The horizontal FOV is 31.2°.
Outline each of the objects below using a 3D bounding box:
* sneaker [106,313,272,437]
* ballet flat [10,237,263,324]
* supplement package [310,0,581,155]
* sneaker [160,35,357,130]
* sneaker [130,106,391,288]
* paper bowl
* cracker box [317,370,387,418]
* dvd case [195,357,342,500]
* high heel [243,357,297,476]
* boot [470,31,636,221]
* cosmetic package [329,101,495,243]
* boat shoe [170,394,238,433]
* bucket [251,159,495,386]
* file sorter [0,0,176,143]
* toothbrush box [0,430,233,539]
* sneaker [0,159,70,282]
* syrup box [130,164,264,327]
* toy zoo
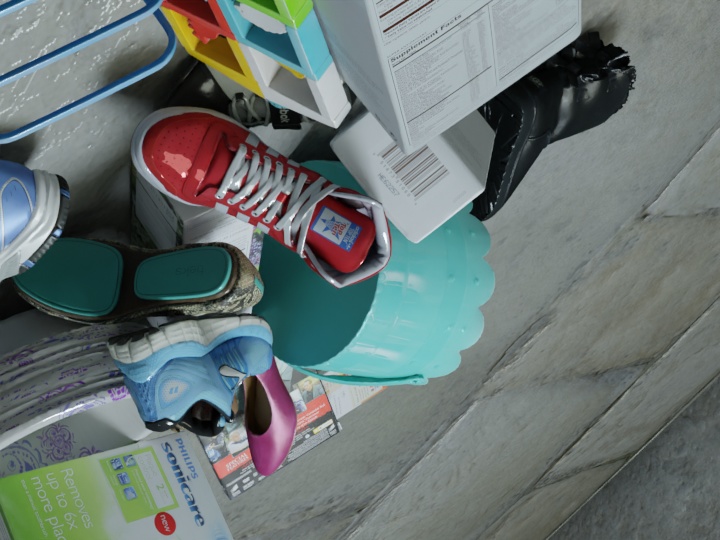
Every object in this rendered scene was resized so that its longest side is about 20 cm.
[{"bbox_3d":[-0.126,0.085,1.002,0.078,0.090,0.200,-14,176,23],"label":"sneaker"},{"bbox_3d":[-0.164,0.014,0.970,0.199,0.068,0.075,0,159,21],"label":"ballet flat"},{"bbox_3d":[0.019,-0.217,0.764,0.147,0.191,0.200,-36,157,-6],"label":"supplement package"},{"bbox_3d":[-0.051,-0.138,0.945,0.200,0.089,0.074,-32,157,-8],"label":"sneaker"},{"bbox_3d":[-0.060,-0.050,0.904,0.200,0.112,0.071,23,96,-41],"label":"sneaker"},{"bbox_3d":[-0.256,0.099,1.042,0.200,0.105,0.201,-24,164,-7],"label":"paper bowl"},{"bbox_3d":[-0.067,0.136,1.453,0.200,0.058,0.134,-32,154,-14],"label":"cracker box"},{"bbox_3d":[-0.109,0.136,1.343,0.146,0.022,0.200,-31,132,-13],"label":"dvd case"},{"bbox_3d":[-0.111,0.115,1.262,0.096,0.067,0.201,-9,118,-40],"label":"high heel"},{"bbox_3d":[0.178,-0.140,1.280,0.162,0.073,0.199,-25,153,-32],"label":"boot"},{"bbox_3d":[0.046,-0.103,1.009,0.074,0.102,0.200,-38,-172,16],"label":"cosmetic package"},{"bbox_3d":[-0.169,0.114,1.171,0.076,0.072,0.200,-24,-176,-27],"label":"boat shoe"},{"bbox_3d":[0.000,0.000,1.130,0.134,0.208,0.207,8,132,-44],"label":"bucket"},{"bbox_3d":[-0.180,-0.180,0.646,0.138,0.123,0.200,-29,156,-16],"label":"file sorter"},{"bbox_3d":[-0.214,0.234,1.078,0.200,0.146,0.086,-7,155,-48],"label":"toothbrush box"},{"bbox_3d":[-0.289,-0.008,0.894,0.077,0.076,0.200,28,114,-40],"label":"sneaker"},{"bbox_3d":[-0.134,-0.022,1.048,0.081,0.079,0.200,-26,154,-24],"label":"syrup box"},{"bbox_3d":[-0.076,-0.157,0.823,0.021,0.131,0.200,-56,160,-13],"label":"toy zoo"}]
